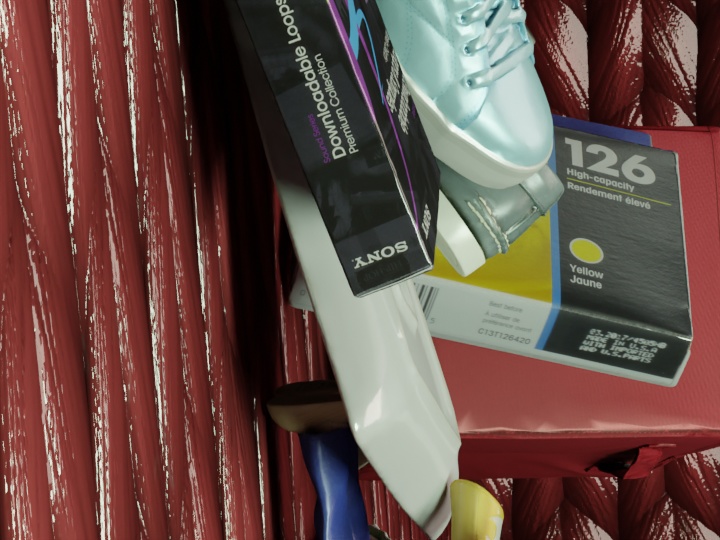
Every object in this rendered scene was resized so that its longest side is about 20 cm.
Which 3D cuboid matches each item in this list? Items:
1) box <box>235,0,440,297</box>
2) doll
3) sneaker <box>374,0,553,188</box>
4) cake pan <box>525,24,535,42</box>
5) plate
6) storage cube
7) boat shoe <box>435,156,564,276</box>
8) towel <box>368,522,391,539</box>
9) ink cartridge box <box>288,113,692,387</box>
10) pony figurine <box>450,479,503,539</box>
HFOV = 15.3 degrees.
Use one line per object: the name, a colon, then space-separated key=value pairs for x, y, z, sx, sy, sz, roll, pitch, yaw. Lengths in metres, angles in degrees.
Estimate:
box: x=-0.019 y=-0.103 z=0.987 sx=0.143 sy=0.036 sz=0.200 roll=-80 pitch=151 yaw=-73
doll: x=-0.009 y=0.151 z=1.180 sx=0.136 sy=0.048 sz=0.200 roll=-59 pitch=145 yaw=-83
sneaker: x=0.036 y=-0.125 z=1.068 sx=0.074 sy=0.082 sz=0.200 roll=-44 pitch=111 yaw=-42
cake pan: x=0.031 y=-0.182 z=1.431 sx=0.200 sy=0.037 sz=0.200 roll=55 pitch=7 yaw=-9
plate: x=0.000 y=0.000 z=1.133 sx=0.200 sy=0.032 sz=0.200 roll=59 pitch=14 yaw=-70
storage cube: x=0.094 y=0.019 z=1.506 sx=0.171 sy=0.180 sz=0.200 roll=143 pitch=-55 yaw=-70
boat shoe: x=0.017 y=-0.094 z=1.166 sx=0.200 sy=0.062 sz=0.073 roll=58 pitch=-2 yaw=15
towel: x=0.010 y=0.232 z=1.302 sx=0.149 sy=0.031 sz=0.200 roll=-159 pitch=-112 yaw=-78
ink cartridge box: x=0.065 y=-0.040 z=1.349 sx=0.200 sy=0.198 sz=0.047 roll=-88 pitch=-168 yaw=-47
pony figurine: x=0.059 y=0.218 z=1.125 sx=0.193 sy=0.166 sz=0.200 roll=47 pitch=59 yaw=-27
